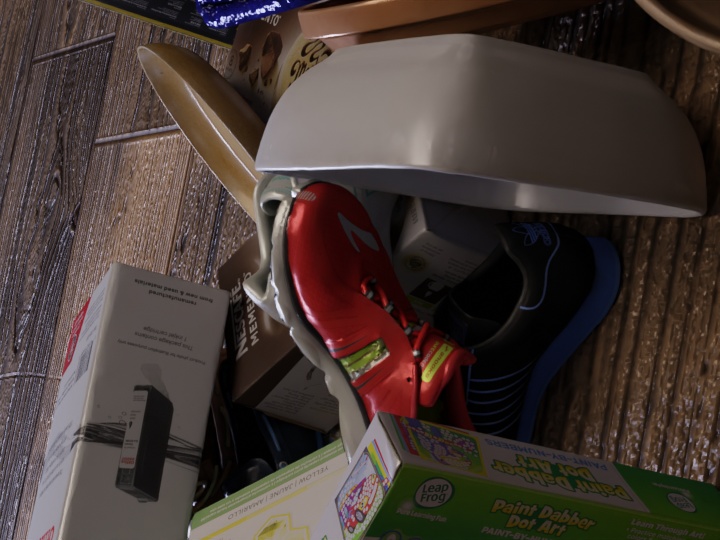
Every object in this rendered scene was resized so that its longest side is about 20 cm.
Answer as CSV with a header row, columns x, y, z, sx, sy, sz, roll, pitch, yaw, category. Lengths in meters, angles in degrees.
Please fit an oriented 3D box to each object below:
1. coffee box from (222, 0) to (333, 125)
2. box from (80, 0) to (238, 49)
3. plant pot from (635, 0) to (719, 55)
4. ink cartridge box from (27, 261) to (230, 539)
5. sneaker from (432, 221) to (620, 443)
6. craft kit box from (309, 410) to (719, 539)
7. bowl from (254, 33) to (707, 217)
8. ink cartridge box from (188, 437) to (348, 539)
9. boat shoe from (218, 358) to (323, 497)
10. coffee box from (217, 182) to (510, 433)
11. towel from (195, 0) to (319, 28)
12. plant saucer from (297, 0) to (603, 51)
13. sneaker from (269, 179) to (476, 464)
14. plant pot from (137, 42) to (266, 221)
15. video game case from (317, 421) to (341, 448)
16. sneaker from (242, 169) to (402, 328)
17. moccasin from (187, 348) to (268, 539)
x,y,z,sx,sy,sz,roll,pitch,yaw,category
-0.019,-0.138,1.295,0.200,0.080,0.113,36,111,60,coffee box
-0.160,-0.254,1.475,0.049,0.200,0.160,-54,36,32,box
0.211,-0.195,0.852,0.200,0.093,0.201,4,97,29,plant pot
-0.156,0.116,1.211,0.144,0.084,0.200,137,145,-64,ink cartridge box
0.067,0.055,1.054,0.200,0.078,0.070,-63,32,23,sneaker
0.056,0.174,0.895,0.198,0.200,0.049,-61,30,25,craft kit box
0.065,-0.075,0.982,0.200,0.199,0.075,2,85,58,bowl
-0.039,0.197,1.051,0.145,0.048,0.200,-29,33,25,ink cartridge box
-0.063,0.147,1.214,0.084,0.069,0.200,-52,38,37,boat shoe
0.000,0.000,1.176,0.200,0.080,0.115,-43,41,35,coffee box
0.005,-0.205,1.167,0.148,0.200,0.050,-2,107,61,towel
0.065,-0.154,1.048,0.200,0.200,0.032,8,113,62,plant saucer
0.021,0.038,0.996,0.085,0.077,0.200,-4,118,46,sneaker
-0.086,-0.087,1.318,0.027,0.200,0.200,-39,29,-9,plant pot
-0.035,0.154,1.254,0.182,0.023,0.200,-66,30,19,video game case
-0.016,-0.056,1.086,0.070,0.080,0.201,-17,58,50,sneaker
-0.100,0.148,1.268,0.074,0.078,0.202,-27,56,56,moccasin
